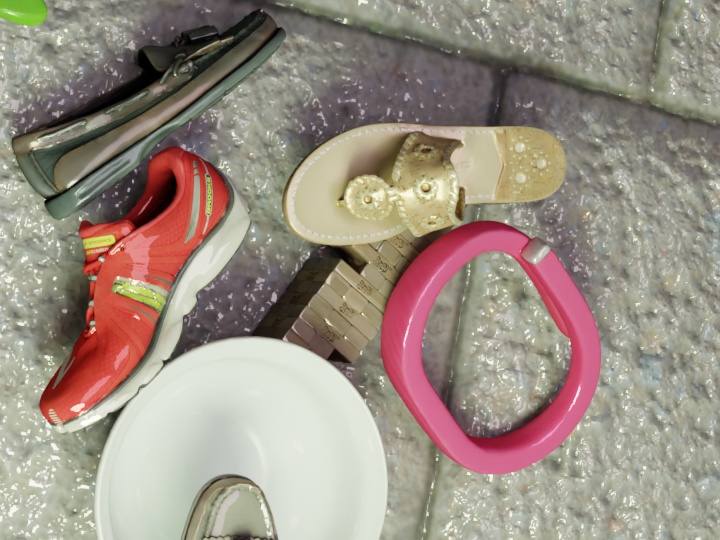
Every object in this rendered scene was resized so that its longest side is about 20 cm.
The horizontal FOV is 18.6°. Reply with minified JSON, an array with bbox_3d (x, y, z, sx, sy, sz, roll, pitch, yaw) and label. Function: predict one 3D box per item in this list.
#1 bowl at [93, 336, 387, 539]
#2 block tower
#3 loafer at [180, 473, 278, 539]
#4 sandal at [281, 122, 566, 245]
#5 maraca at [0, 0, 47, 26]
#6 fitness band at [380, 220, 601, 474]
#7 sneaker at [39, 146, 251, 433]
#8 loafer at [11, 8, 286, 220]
[{"bbox_3d":[-0.090,0.140,1.425,0.200,0.090,0.202,-1,93,-25],"label":"bowl"},{"bbox_3d":[0.000,0.000,1.493,0.058,0.054,0.200,41,73,-22],"label":"block tower"},{"bbox_3d":[-0.076,0.228,1.350,0.072,0.063,0.201,5,90,-24],"label":"loafer"},{"bbox_3d":[0.055,-0.064,1.452,0.211,0.070,0.078,-10,94,-27],"label":"sandal"},{"bbox_3d":[-0.274,-0.188,1.323,0.199,0.107,0.138,-18,86,-34],"label":"maraca"},{"bbox_3d":[0.092,0.056,1.512,0.144,0.037,0.200,-44,130,-10],"label":"fitness band"},{"bbox_3d":[-0.152,0.008,1.373,0.085,0.077,0.200,44,64,-30],"label":"sneaker"},{"bbox_3d":[-0.136,-0.115,1.416,0.200,0.072,0.063,-41,102,-19],"label":"loafer"}]
